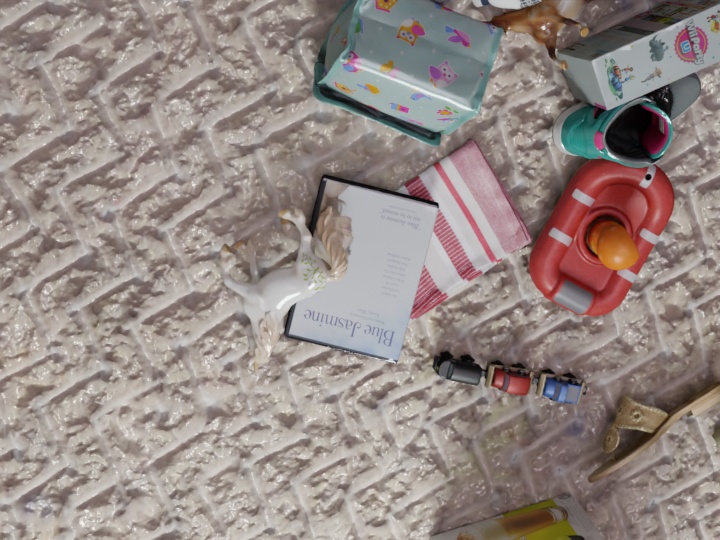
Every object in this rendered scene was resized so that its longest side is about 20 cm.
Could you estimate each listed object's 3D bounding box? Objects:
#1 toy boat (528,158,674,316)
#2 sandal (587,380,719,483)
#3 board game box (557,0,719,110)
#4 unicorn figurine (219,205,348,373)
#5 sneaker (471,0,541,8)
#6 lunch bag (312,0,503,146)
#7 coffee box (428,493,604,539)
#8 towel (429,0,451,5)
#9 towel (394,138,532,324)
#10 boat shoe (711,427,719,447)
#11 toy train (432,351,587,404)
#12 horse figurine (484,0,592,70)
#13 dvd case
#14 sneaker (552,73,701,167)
[{"bbox_3d":[0.290,-0.038,1.744,0.129,0.131,0.202,26,98,-14],"label":"toy boat"},{"bbox_3d":[0.352,0.177,1.848,0.210,0.078,0.070,-31,86,-7],"label":"sandal"},{"bbox_3d":[0.338,-0.255,1.691,0.198,0.148,0.065,-25,105,-2],"label":"board game box"},{"bbox_3d":[-0.098,0.019,1.717,0.199,0.074,0.139,-32,80,28],"label":"unicorn figurine"},{"bbox_3d":[0.163,-0.392,1.657,0.079,0.076,0.202,5,116,19],"label":"sneaker"},{"bbox_3d":[0.041,-0.219,1.632,0.169,0.200,0.123,20,78,-11],"label":"lunch bag"},{"bbox_3d":[0.210,0.423,1.807,0.195,0.200,0.202,-15,106,-5],"label":"coffee box"},{"bbox_3d":[0.012,-0.360,1.606,0.199,0.165,0.086,28,86,-15],"label":"towel"},{"bbox_3d":[0.089,-0.041,1.769,0.199,0.023,0.145,-34,105,1],"label":"towel"},{"bbox_3d":[0.531,0.258,1.883,0.068,0.075,0.200,-42,105,9],"label":"boat shoe"},{"bbox_3d":[0.184,0.131,1.812,0.197,0.046,0.035,10,102,-11],"label":"toy train"},{"bbox_3d":[0.244,-0.303,1.690,0.200,0.132,0.050,-41,127,-5],"label":"horse figurine"},{"bbox_3d":[0.000,0.000,1.751,0.141,0.018,0.202,13,106,-5],"label":"dvd case"},{"bbox_3d":[0.331,-0.178,1.707,0.198,0.121,0.084,-25,113,-17],"label":"sneaker"}]
